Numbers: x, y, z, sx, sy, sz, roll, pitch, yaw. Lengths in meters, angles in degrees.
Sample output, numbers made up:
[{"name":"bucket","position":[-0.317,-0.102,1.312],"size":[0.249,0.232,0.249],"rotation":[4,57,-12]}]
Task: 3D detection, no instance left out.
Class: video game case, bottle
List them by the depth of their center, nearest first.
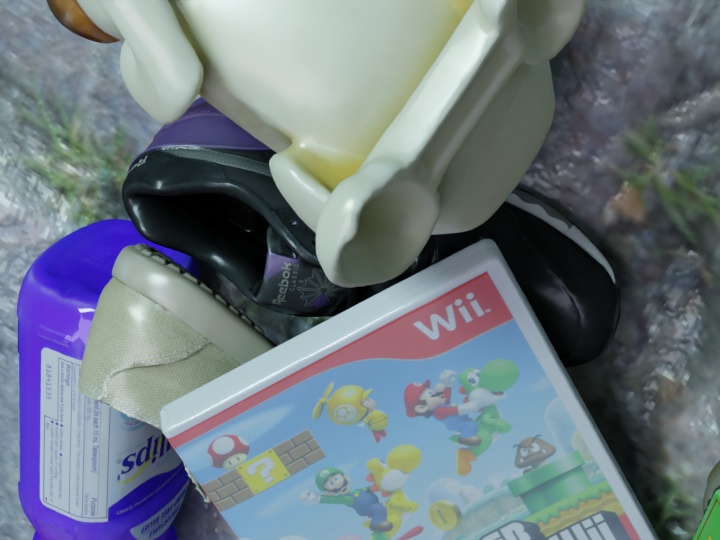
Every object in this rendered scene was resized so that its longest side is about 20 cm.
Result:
[{"name":"video game case","position":[0.030,0.094,0.883],"size":[0.142,0.017,0.200],"rotation":[-27,123,6]},{"name":"bottle","position":[-0.111,0.080,0.980],"size":[0.065,0.083,0.201],"rotation":[20,123,23]}]

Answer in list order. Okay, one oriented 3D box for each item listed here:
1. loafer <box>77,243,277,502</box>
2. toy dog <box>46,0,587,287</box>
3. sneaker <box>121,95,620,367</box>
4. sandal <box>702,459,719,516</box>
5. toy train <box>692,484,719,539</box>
[{"name":"loafer","position":[-0.037,0.069,0.912],"size":[0.200,0.076,0.068],"rotation":[41,89,-21]},{"name":"toy dog","position":[-0.025,-0.106,0.803],"size":[0.200,0.194,0.140],"rotation":[36,101,17]},{"name":"sneaker","position":[0.000,0.000,0.876],"size":[0.199,0.088,0.076],"rotation":[23,125,14]},{"name":"sandal","position":[0.197,0.160,0.886],"size":[0.080,0.054,0.200],"rotation":[-28,102,36]},{"name":"toy train","position":[0.138,0.146,0.882],"size":[0.200,0.041,0.057],"rotation":[102,149,-53]}]
